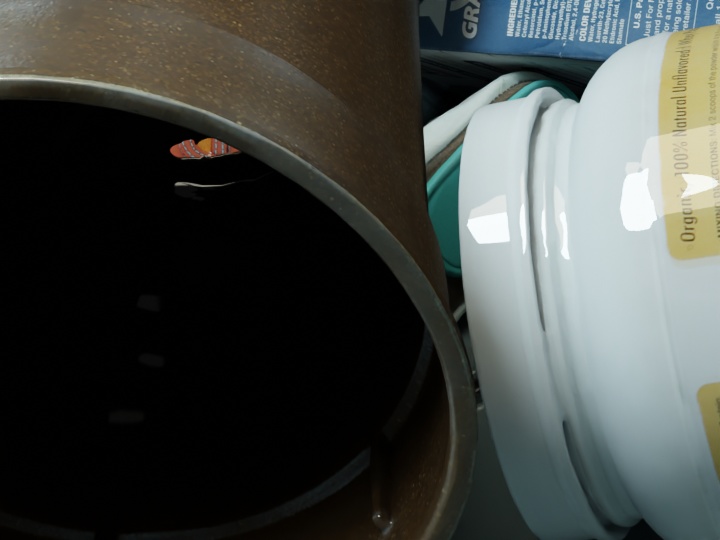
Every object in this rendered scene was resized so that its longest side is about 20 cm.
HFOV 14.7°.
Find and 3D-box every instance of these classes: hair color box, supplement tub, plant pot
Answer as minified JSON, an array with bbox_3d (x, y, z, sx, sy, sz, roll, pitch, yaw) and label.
[{"bbox_3d":[0.086,-0.093,0.956,0.200,0.061,0.100,7,-2,37],"label":"hair color box"},{"bbox_3d":[0.138,-0.001,0.738,0.200,0.145,0.145,-9,32,16],"label":"supplement tub"},{"bbox_3d":[-0.063,-0.023,0.750,0.200,0.201,0.198,-10,36,14],"label":"plant pot"}]

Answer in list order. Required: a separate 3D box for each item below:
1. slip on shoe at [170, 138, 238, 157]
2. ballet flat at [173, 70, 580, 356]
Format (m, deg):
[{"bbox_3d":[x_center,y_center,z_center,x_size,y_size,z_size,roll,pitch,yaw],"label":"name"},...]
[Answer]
[{"bbox_3d":[-0.046,-0.050,0.929,0.200,0.061,0.074,-57,11,7],"label":"slip on shoe"},{"bbox_3d":[0.000,0.000,0.908,0.069,0.070,0.200,11,37,40],"label":"ballet flat"}]
